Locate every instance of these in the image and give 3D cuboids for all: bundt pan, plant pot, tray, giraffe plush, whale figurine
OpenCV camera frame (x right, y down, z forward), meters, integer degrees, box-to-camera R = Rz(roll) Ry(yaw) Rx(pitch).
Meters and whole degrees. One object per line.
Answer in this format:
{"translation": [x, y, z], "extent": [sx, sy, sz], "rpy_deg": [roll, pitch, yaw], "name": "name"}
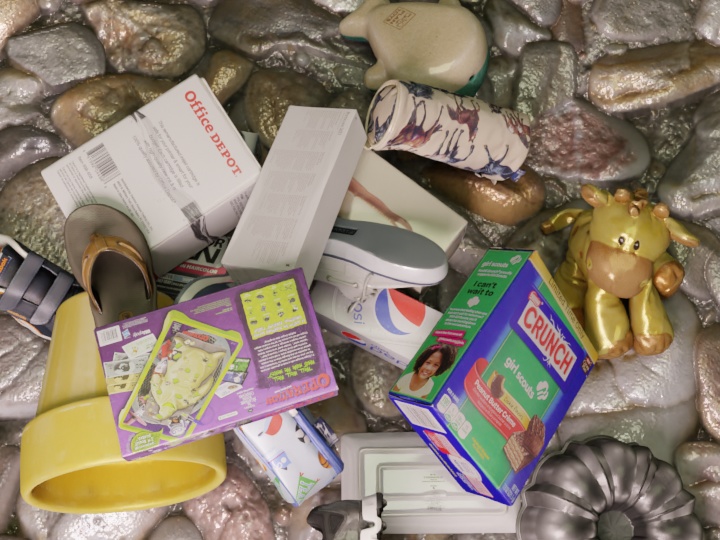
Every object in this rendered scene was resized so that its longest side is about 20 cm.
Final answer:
{"translation": [0.265, 0.270, 1.022], "extent": [0.198, 0.076, 0.206], "rpy_deg": [1, 75, -4], "name": "bundt pan"}
{"translation": [-0.242, 0.129, 1.000], "extent": [0.197, 0.202, 0.192], "rpy_deg": [-8, 64, -4], "name": "plant pot"}
{"translation": [0.077, 0.229, 1.063], "extent": [0.196, 0.022, 0.109], "rpy_deg": [0, 75, -1], "name": "tray"}
{"translation": [0.284, -0.016, 1.062], "extent": [0.169, 0.162, 0.204], "rpy_deg": [-2, 75, -2], "name": "giraffe plush"}
{"translation": [0.065, -0.261, 1.175], "extent": [0.199, 0.104, 0.159], "rpy_deg": [35, 75, 34], "name": "whale figurine"}

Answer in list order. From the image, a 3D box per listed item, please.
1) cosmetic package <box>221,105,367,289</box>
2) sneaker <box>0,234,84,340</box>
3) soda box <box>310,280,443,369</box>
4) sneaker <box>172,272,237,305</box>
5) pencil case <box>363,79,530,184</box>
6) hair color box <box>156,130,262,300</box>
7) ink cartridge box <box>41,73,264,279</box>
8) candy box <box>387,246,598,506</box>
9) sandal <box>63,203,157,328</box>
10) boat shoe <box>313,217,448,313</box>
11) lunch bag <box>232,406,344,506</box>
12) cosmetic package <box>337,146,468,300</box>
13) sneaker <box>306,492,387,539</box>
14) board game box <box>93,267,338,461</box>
{"translation": [-0.063, -0.074, 0.998], "extent": [0.081, 0.051, 0.202], "rpy_deg": [6, 60, 25], "name": "cosmetic package"}
{"translation": [-0.364, 0.020, 1.083], "extent": [0.197, 0.080, 0.079], "rpy_deg": [25, 74, 4], "name": "sneaker"}
{"translation": [0.038, 0.063, 1.085], "extent": [0.198, 0.068, 0.064], "rpy_deg": [26, 75, 7], "name": "soda box"}
{"translation": [-0.112, 0.037, 1.038], "extent": [0.081, 0.199, 0.071], "rpy_deg": [32, 120, 19], "name": "sneaker"}
{"translation": [0.097, -0.153, 1.095], "extent": [0.197, 0.078, 0.091], "rpy_deg": [10, 112, -29], "name": "pencil case"}
{"translation": [-0.181, -0.062, 1.118], "extent": [0.097, 0.061, 0.204], "rpy_deg": [10, 74, 3], "name": "hair color box"}
{"translation": [-0.213, -0.090, 1.052], "extent": [0.198, 0.084, 0.145], "rpy_deg": [-33, 74, -5], "name": "ink cartridge box"}
{"translation": [0.144, 0.106, 1.011], "extent": [0.201, 0.076, 0.170], "rpy_deg": [-54, 124, -23], "name": "candy box"}
{"translation": [-0.238, 0.010, 0.940], "extent": [0.080, 0.055, 0.202], "rpy_deg": [-15, 58, -7], "name": "sandal"}
{"translation": [-0.003, 0.002, 1.021], "extent": [0.199, 0.087, 0.075], "rpy_deg": [12, 33, 22], "name": "boat shoe"}
{"translation": [-0.090, 0.145, 0.983], "extent": [0.075, 0.200, 0.161], "rpy_deg": [-37, 94, -9], "name": "lunch bag"}
{"translation": [0.015, -0.067, 1.104], "extent": [0.199, 0.104, 0.088], "rpy_deg": [36, 78, 10], "name": "cosmetic package"}
{"translation": [-0.020, 0.307, 0.899], "extent": [0.089, 0.067, 0.204], "rpy_deg": [0, 70, 2], "name": "sneaker"}
{"translation": [-0.129, 0.082, 0.883], "extent": [0.197, 0.032, 0.122], "rpy_deg": [-16, 69, -7], "name": "board game box"}
